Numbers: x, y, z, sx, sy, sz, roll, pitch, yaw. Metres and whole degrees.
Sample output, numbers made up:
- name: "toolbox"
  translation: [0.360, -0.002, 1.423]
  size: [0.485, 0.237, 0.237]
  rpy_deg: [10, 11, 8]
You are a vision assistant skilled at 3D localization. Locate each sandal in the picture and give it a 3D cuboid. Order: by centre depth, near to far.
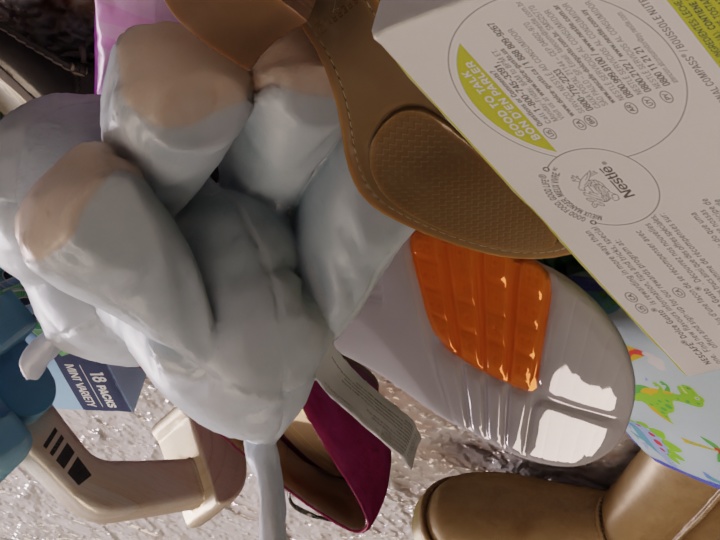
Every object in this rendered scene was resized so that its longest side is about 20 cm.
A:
- name: "sandal"
  translation: [0.028, 0.008, 1.037]
  size: [0.206, 0.059, 0.080]
  rpy_deg: [26, 110, 17]

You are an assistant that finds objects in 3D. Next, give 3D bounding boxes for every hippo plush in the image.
- name: "hippo plush"
  translation: [-0.064, -0.015, 0.975]
  size: [0.200, 0.159, 0.161]
  rpy_deg: [57, 161, -24]

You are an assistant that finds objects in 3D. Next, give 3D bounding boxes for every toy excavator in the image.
- name: "toy excavator"
  translation: [-0.176, 0.079, 1.215]
  size: [0.200, 0.194, 0.100]
  rpy_deg: [52, 137, 0]

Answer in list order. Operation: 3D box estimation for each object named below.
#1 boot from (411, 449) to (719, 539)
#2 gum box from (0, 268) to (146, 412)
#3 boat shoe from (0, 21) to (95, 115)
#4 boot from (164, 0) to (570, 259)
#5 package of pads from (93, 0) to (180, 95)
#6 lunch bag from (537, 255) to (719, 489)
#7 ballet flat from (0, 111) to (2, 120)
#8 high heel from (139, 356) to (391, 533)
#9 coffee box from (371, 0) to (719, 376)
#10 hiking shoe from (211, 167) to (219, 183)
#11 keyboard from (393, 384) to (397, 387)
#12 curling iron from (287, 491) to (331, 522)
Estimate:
- name: "boot"
  translation: [0.140, 0.104, 1.252]
  size: [0.174, 0.066, 0.200]
  rpy_deg: [13, 146, -16]
- name: "gum box"
  translation: [-0.227, 0.005, 1.272]
  size: [0.199, 0.045, 0.170]
  rpy_deg: [1, 141, 18]
- name: "boat shoe"
  translation: [-0.107, -0.062, 1.143]
  size: [0.200, 0.057, 0.067]
  rpy_deg: [43, 168, -26]
- name: "boot"
  translation: [0.028, -0.110, 0.899]
  size: [0.074, 0.155, 0.200]
  rpy_deg: [-19, 130, 44]
- name: "package of pads"
  translation: [-0.007, -0.090, 1.001]
  size: [0.199, 0.076, 0.121]
  rpy_deg: [13, 142, 5]
- name: "lunch bag"
  translation: [0.171, 0.016, 1.066]
  size: [0.199, 0.128, 0.170]
  rpy_deg: [-16, 134, 33]
- name: "ballet flat"
  translation: [-0.250, -0.061, 1.115]
  size: [0.199, 0.070, 0.069]
  rpy_deg: [-12, 159, -35]
- name: "high heel"
  translation: [-0.068, 0.054, 1.198]
  size: [0.199, 0.096, 0.067]
  rpy_deg: [24, 126, -21]
- name: "coffee box"
  translation: [0.152, -0.116, 0.840]
  size: [0.197, 0.200, 0.200]
  rpy_deg: [-17, 133, 37]
- name: "hiking shoe"
  translation: [0.000, 0.000, 1.114]
  size: [0.199, 0.101, 0.076]
  rpy_deg: [24, 153, -12]
- name: "keyboard"
  translation: [0.013, -0.006, 1.196]
  size: [0.056, 0.011, 0.200]
  rpy_deg: [-2, 140, 23]
- name: "curling iron"
  translation: [-0.028, 0.074, 1.302]
  size: [0.049, 0.026, 0.200]
  rpy_deg: [3, 141, 14]
